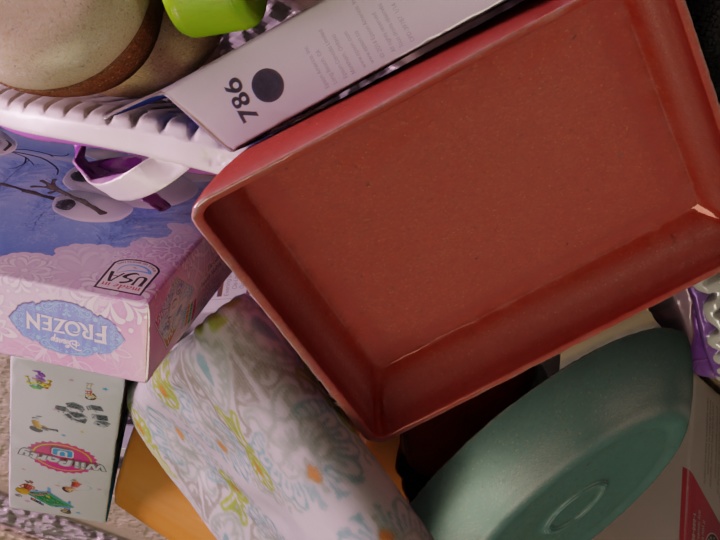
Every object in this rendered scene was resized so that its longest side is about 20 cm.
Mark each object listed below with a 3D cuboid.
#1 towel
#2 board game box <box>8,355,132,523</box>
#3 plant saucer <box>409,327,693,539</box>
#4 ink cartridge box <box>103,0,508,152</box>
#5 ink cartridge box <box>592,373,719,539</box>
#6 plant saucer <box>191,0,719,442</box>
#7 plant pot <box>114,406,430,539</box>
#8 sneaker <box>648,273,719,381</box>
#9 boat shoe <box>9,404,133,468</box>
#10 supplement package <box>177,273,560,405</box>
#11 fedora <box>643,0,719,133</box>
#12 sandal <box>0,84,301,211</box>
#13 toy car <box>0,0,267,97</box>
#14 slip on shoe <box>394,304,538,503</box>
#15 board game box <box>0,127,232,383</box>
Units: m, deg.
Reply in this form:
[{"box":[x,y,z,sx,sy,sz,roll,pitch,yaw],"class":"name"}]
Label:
[{"box":[-0.040,0.104,0.847,0.171,0.048,0.200,52,158,-2],"class":"towel"},{"box":[-0.157,0.035,0.993,0.064,0.148,0.200,10,149,-6],"class":"board game box"},{"box":[0.102,0.110,0.903,0.200,0.036,0.200,-30,154,-17],"class":"plant saucer"},{"box":[0.002,-0.096,0.697,0.200,0.099,0.039,-25,96,19],"class":"ink cartridge box"},{"box":[0.229,0.178,1.136,0.083,0.147,0.200,-17,140,36],"class":"ink cartridge box"},{"box":[0.053,-0.028,0.719,0.199,0.037,0.200,-27,141,6],"class":"plant saucer"},{"box":[-0.043,0.116,1.069,0.183,0.201,0.200,22,148,1],"class":"plant pot"},{"box":[0.154,-0.014,0.919,0.088,0.081,0.200,-1,143,28],"class":"sneaker"},{"box":[-0.138,0.112,1.196,0.199,0.070,0.066,6,166,-2],"class":"boat shoe"},{"box":[0.000,0.000,0.935,0.199,0.110,0.114,-5,146,20],"class":"supplement package"},{"box":[0.170,-0.113,0.729,0.200,0.092,0.201,6,148,4],"class":"fedora"},{"box":[-0.087,-0.048,0.767,0.202,0.050,0.082,13,-164,29],"class":"sandal"},{"box":[-0.105,-0.139,0.750,0.164,0.158,0.200,-7,172,14],"class":"toy car"},{"box":[0.048,0.073,0.878,0.074,0.061,0.200,7,147,3],"class":"slip on shoe"},{"box":[-0.156,-0.028,0.827,0.199,0.199,0.044,11,118,12],"class":"board game box"}]
